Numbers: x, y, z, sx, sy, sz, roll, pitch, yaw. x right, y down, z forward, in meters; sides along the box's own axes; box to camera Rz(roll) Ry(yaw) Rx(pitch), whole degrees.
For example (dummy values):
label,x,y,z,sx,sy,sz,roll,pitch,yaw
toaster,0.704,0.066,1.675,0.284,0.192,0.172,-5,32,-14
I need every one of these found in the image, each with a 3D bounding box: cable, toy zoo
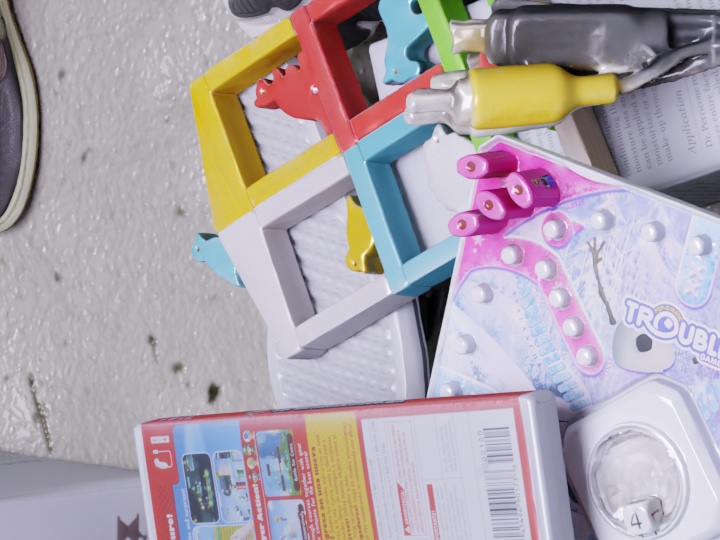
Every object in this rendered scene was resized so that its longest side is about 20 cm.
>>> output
label,x,y,z,sx,sy,sz,roll,pitch,yaw
cable,0.117,-0.075,1.098,0.199,0.097,0.051,2,104,9
toy zoo,0.002,-0.051,1.211,0.200,0.020,0.132,-30,71,32

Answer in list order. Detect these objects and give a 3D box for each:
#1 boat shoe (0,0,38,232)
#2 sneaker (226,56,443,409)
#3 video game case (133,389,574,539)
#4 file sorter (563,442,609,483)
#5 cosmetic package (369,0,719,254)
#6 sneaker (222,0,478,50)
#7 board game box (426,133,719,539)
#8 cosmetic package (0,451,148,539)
label,x,y,z,sx,sy,sz,roll,pitch,yaw
boat shoe,-0.207,-0.117,1.448,0.073,0.065,0.201,-12,84,37
sneaker,0.000,0.000,1.271,0.078,0.079,0.201,-24,72,33
video game case,-0.001,0.122,1.110,0.199,0.017,0.144,-6,93,40
file sorter,0.068,0.139,1.186,0.199,0.138,0.123,-17,83,38
cosmetic package,0.107,-0.072,1.192,0.199,0.071,0.102,-18,79,37
sneaker,0.027,-0.157,1.255,0.199,0.081,0.084,-10,54,28
board game box,0.099,0.076,1.053,0.199,0.026,0.201,23,111,33
cosmetic package,-0.219,0.174,1.398,0.199,0.165,0.166,4,95,38
